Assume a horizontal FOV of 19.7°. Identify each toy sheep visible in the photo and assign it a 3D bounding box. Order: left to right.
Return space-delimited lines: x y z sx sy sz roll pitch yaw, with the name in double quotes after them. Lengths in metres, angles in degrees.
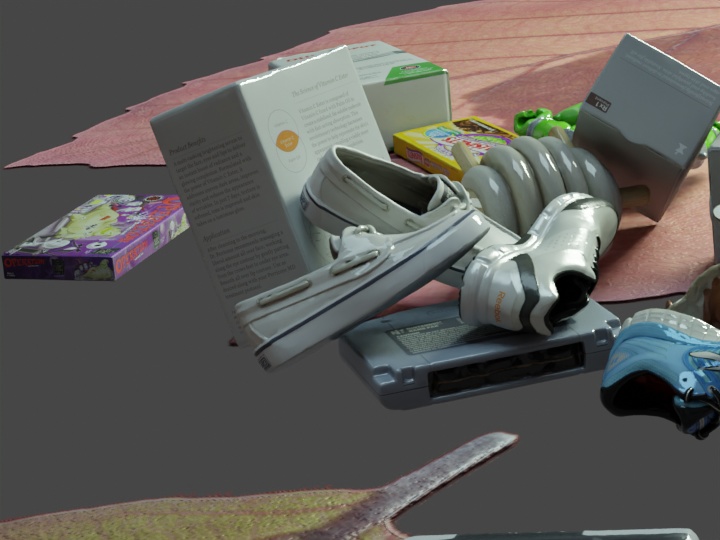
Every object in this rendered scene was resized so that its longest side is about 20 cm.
0.150 -0.054 1.745 0.199 0.139 0.138 -13 19 -13 "toy sheep"

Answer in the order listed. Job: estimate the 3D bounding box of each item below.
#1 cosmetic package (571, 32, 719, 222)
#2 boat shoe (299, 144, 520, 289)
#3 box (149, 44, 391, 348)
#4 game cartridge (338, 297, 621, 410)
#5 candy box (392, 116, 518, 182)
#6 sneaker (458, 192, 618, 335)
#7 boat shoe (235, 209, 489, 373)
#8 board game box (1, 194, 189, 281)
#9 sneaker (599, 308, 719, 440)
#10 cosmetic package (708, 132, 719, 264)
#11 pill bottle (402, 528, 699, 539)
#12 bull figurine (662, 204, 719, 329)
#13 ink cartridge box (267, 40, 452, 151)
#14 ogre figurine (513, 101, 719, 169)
0.245 -0.120 1.805 0.106 0.090 0.200 31 -12 6 "cosmetic package"
0.054 -0.044 1.614 0.199 0.066 0.072 23 37 -9 "boat shoe"
-0.056 -0.062 1.689 0.106 0.201 0.152 -18 5 40 "box"
0.090 0.056 1.578 0.199 0.042 0.133 -11 14 -13 "game cartridge"
0.115 -0.123 2.148 0.102 0.027 0.200 -15 19 -17 "candy box"
0.154 0.001 1.580 0.080 0.074 0.200 17 32 28 "sneaker"
0.000 0.000 1.547 0.199 0.066 0.072 -32 -6 -2 "boat shoe"
-0.244 -0.034 1.991 0.119 0.033 0.200 5 20 19 "board game box"
0.252 0.086 1.403 0.199 0.079 0.090 3 38 37 "sneaker"
0.392 -0.063 1.709 0.199 0.108 0.090 4 21 23 "cosmetic package"
0.074 0.186 1.051 0.199 0.107 0.106 -2 18 10 "pill bottle"
0.303 0.015 1.508 0.199 0.122 0.065 0 49 6 "bull figurine"
-0.002 -0.192 2.308 0.146 0.084 0.200 -12 19 -17 "ink cartridge box"
0.251 -0.126 1.980 0.199 0.099 0.120 22 14 -5 "ogre figurine"
